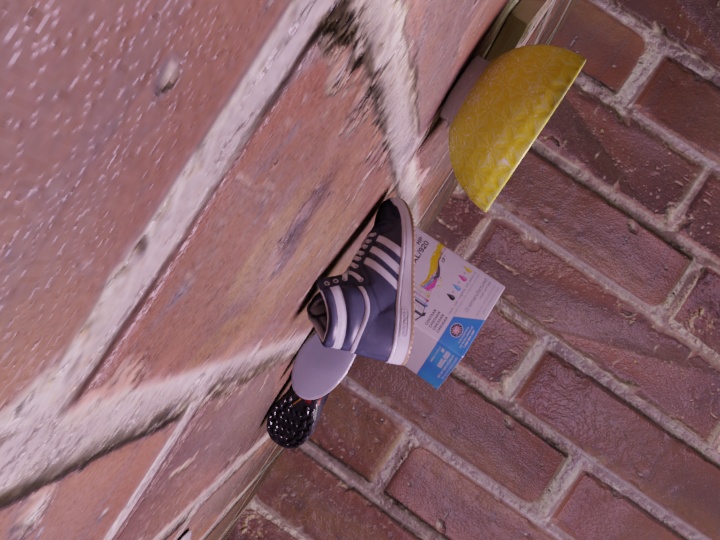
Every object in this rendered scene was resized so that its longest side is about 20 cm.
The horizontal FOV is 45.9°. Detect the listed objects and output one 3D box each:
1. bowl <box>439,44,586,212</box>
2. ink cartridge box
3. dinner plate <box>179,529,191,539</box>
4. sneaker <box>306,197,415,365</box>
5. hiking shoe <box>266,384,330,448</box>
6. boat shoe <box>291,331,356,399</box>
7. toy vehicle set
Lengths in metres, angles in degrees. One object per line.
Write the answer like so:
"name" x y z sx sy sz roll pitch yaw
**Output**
"bowl" 0.154 -0.179 0.959 0.201 0.107 0.200 -56 176 -6
"ink cartridge box" 0.091 0.050 1.324 0.148 0.199 0.145 -53 173 -27
"dinner plate" -0.293 0.457 1.195 0.202 0.024 0.200 -57 175 -7
"sneaker" 0.000 0.000 0.909 0.070 0.107 0.203 114 -19 -55
"hiking shoe" -0.074 0.183 1.279 0.201 0.075 0.101 -60 171 30
"boat shoe" -0.023 0.086 1.149 0.201 0.073 0.065 -55 171 -2
"toy vehicle set" 0.186 -0.279 1.125 0.125 0.026 0.201 -53 174 -40
